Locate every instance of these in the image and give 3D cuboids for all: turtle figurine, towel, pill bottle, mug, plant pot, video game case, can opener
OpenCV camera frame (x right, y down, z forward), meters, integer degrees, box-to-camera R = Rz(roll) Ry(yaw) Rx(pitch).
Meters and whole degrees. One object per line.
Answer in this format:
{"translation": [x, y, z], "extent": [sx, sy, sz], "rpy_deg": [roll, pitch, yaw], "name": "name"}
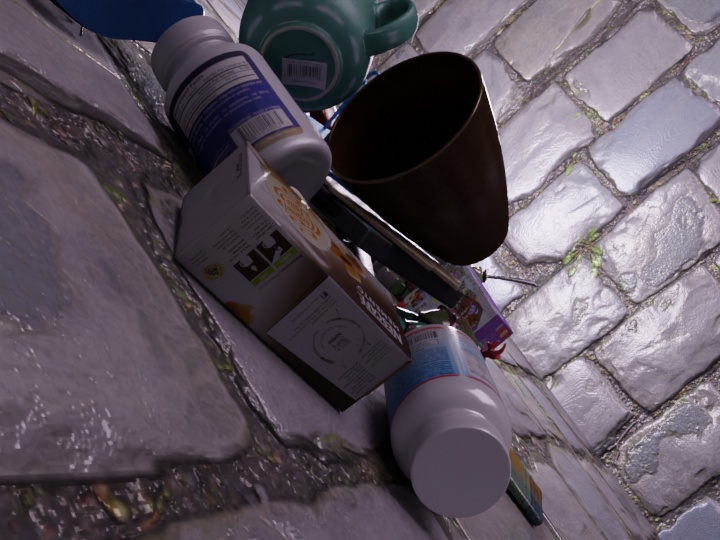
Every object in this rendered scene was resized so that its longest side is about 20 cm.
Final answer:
{"translation": [0.129, 0.039, 1.241], "extent": [0.194, 0.200, 0.144], "rpy_deg": [47, -25, 2], "name": "turtle figurine"}
{"translation": [0.184, 0.245, 1.090], "extent": [0.201, 0.022, 0.147], "rpy_deg": [55, 11, 8], "name": "towel"}
{"translation": [0.078, 0.133, 0.727], "extent": [0.109, 0.108, 0.200], "rpy_deg": [48, 10, -13], "name": "pill bottle"}
{"translation": [-0.127, -0.155, 0.802], "extent": [0.201, 0.119, 0.120], "rpy_deg": [55, 10, 21], "name": "pill bottle"}
{"translation": [0.077, 0.087, 0.896], "extent": [0.198, 0.102, 0.149], "rpy_deg": [30, -8, -24], "name": "turtle figurine"}
{"translation": [-0.047, -0.261, 0.866], "extent": [0.152, 0.184, 0.115], "rpy_deg": [41, 36, -26], "name": "mug"}
{"translation": [0.089, -0.104, 0.893], "extent": [0.200, 0.186, 0.188], "rpy_deg": [50, 8, -40], "name": "plant pot"}
{"translation": [0.009, -0.046, 0.896], "extent": [0.199, 0.026, 0.181], "rpy_deg": [32, 10, -49], "name": "video game case"}
{"translation": [0.000, 0.000, 1.028], "extent": [0.067, 0.053, 0.201], "rpy_deg": [47, 12, -19], "name": "can opener"}

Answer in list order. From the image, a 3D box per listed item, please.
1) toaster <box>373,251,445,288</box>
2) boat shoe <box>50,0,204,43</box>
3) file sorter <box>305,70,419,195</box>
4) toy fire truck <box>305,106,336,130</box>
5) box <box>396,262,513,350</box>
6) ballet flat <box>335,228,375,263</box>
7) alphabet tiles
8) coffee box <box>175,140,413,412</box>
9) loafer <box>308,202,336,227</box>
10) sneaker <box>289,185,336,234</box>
{"translation": [0.106, -0.012, 1.374], "extent": [0.181, 0.118, 0.200], "rpy_deg": [47, 10, -18], "name": "toaster"}
{"translation": [-0.241, -0.262, 0.782], "extent": [0.068, 0.085, 0.199], "rpy_deg": [30, 9, 24], "name": "boat shoe"}
{"translation": [0.026, -0.163, 1.018], "extent": [0.199, 0.123, 0.140], "rpy_deg": [32, 24, -32], "name": "file sorter"}
{"translation": [-0.099, -0.177, 1.128], "extent": [0.200, 0.110, 0.171], "rpy_deg": [36, 43, -62], "name": "toy fire truck"}
{"translation": [0.111, 0.068, 1.048], "extent": [0.039, 0.136, 0.201], "rpy_deg": [45, 11, -22], "name": "box"}
{"translation": [-0.014, -0.071, 1.213], "extent": [0.066, 0.057, 0.201], "rpy_deg": [44, 12, -42], "name": "ballet flat"}
{"translation": [0.031, -0.045, 0.877], "extent": [0.199, 0.006, 0.166], "rpy_deg": [39, 6, 5], "name": "alphabet tiles"}
{"translation": [-0.053, 0.006, 0.657], "extent": [0.200, 0.079, 0.115], "rpy_deg": [47, 14, -27], "name": "coffee box"}
{"translation": [-0.047, -0.103, 1.069], "extent": [0.200, 0.067, 0.077], "rpy_deg": [-66, 135, -69], "name": "loafer"}
{"translation": [-0.059, -0.020, 0.778], "extent": [0.082, 0.073, 0.200], "rpy_deg": [59, 14, 23], "name": "sneaker"}
